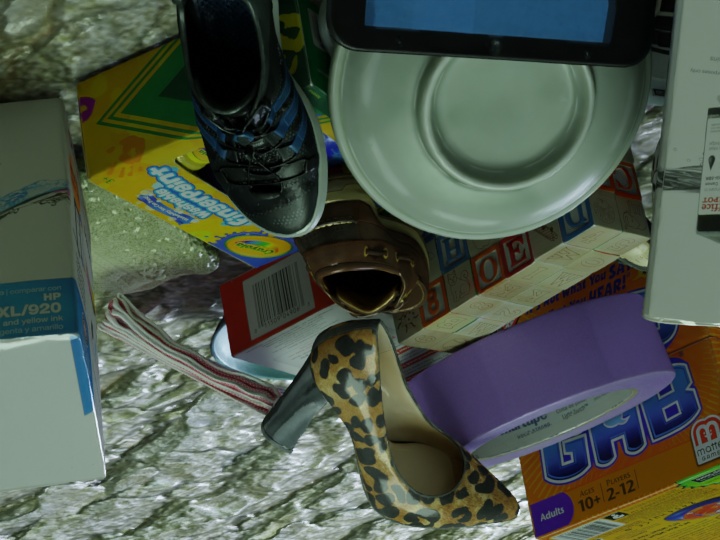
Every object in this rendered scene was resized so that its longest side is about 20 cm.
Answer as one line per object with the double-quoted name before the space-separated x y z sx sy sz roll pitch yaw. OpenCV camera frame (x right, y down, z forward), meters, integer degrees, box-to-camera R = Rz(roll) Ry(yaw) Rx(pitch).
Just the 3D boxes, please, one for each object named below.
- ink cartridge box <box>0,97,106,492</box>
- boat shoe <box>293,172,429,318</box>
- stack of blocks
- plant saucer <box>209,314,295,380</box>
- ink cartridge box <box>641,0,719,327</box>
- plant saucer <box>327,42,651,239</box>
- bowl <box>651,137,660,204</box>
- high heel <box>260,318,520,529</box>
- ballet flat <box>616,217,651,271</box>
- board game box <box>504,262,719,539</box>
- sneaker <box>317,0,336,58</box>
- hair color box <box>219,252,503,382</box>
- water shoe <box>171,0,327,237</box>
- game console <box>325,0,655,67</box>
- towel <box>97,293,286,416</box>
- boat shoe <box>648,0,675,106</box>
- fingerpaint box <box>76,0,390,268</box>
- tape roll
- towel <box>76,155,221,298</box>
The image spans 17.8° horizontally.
"ink cartridge box" -0.240 0.017 1.431 0.144 0.201 0.148 -7 139 -4
"boat shoe" 0.000 0.000 1.513 0.072 0.068 0.200 -16 160 12
"stack of blocks" 0.100 -0.036 1.591 0.058 0.116 0.200 11 149 -40
"plant saucer" -0.021 0.033 1.805 0.199 0.036 0.200 -8 157 -3
"ink cartridge box" 0.215 -0.082 1.322 0.082 0.201 0.147 6 -162 8
"plant saucer" 0.082 -0.105 1.358 0.199 0.050 0.201 -4 114 -10
"bowl" 0.260 -0.093 1.509 0.200 0.094 0.201 -33 -169 7
"high heel" 0.045 0.107 1.572 0.199 0.072 0.143 23 137 -14
"ballet flat" 0.179 -0.020 1.644 0.057 0.067 0.200 -40 -177 0
"board game box" 0.259 0.105 1.873 0.199 0.201 0.199 -27 151 35
"sneaker" 0.050 -0.118 1.423 0.199 0.073 0.071 30 180 -26
"hair color box" 0.005 0.036 1.700 0.111 0.064 0.200 -27 150 32
"water shoe" -0.072 -0.096 1.316 0.071 0.079 0.201 -6 119 17
"game console" 0.094 -0.202 1.201 0.199 0.119 0.171 0 155 -24
"towel" -0.114 0.067 1.710 0.146 0.030 0.200 28 177 4
"boat shoe" 0.186 -0.145 1.430 0.198 0.068 0.074 11 167 16
"fingerpaint box" -0.055 -0.084 1.471 0.166 0.074 0.200 -20 154 23
"tape roll" 0.131 0.087 1.713 0.199 0.066 0.200 -21 166 -5
"towel" -0.189 -0.025 1.606 0.148 0.037 0.200 -16 156 12
